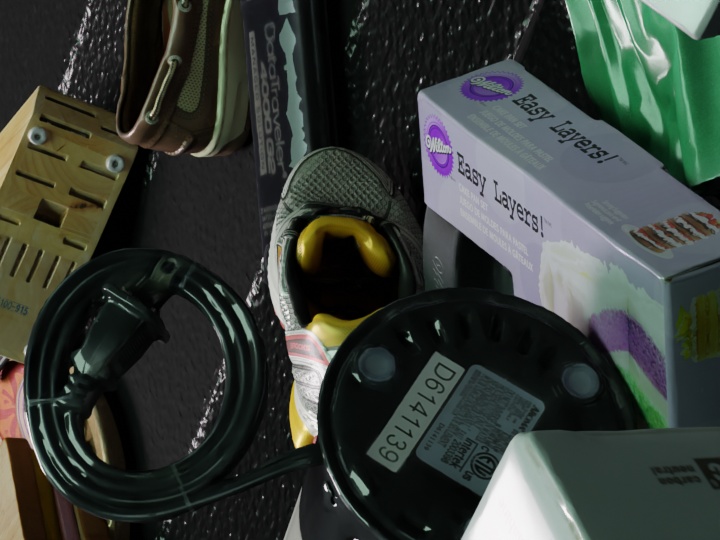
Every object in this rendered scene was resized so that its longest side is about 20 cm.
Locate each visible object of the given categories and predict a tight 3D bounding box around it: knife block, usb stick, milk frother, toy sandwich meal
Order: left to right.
[{"bbox_3d":[-0.202,-0.024,1.653,0.200,0.064,0.176,-65,20,12],"label":"knife block"},{"bbox_3d":[-0.194,0.139,1.652,0.205,0.070,0.206,6,97,60],"label":"toy sandwich meal"},{"bbox_3d":[-0.033,-0.088,1.396,0.055,0.033,0.200,-11,82,53],"label":"usb stick"},{"bbox_3d":[-0.023,0.090,1.099,0.200,0.180,0.188,45,150,17],"label":"milk frother"}]

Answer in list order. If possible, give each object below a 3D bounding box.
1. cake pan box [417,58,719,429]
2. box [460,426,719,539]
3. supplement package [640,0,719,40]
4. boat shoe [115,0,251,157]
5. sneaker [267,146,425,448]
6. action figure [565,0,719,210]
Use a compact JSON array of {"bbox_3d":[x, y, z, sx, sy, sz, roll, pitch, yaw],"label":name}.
[{"bbox_3d":[0.089,0.035,1.126,0.200,0.052,0.185,43,143,52],"label":"cake pan box"},{"bbox_3d":[0.140,0.172,0.942,0.200,0.199,0.171,62,142,40],"label":"box"},{"bbox_3d":[0.096,-0.183,1.018,0.200,0.114,0.110,39,121,26],"label":"supplement package"},{"bbox_3d":[-0.091,-0.157,1.449,0.075,0.075,0.203,9,99,60],"label":"boat shoe"},{"bbox_3d":[0.000,0.000,1.253,0.200,0.078,0.082,-102,7,-56],"label":"sneaker"},{"bbox_3d":[0.111,-0.122,1.119,0.118,0.055,0.200,-28,71,59],"label":"action figure"}]
